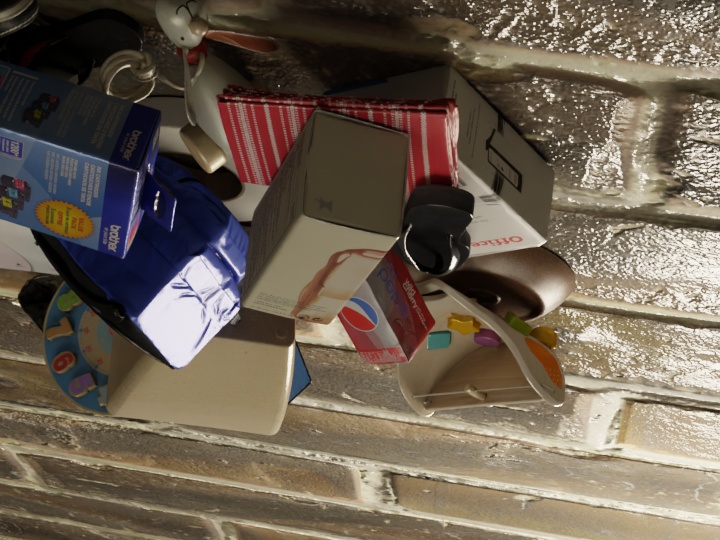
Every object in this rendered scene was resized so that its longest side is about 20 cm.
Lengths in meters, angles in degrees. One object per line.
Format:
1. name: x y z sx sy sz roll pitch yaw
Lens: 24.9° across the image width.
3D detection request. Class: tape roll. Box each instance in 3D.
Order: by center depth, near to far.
1. tape roll: -0.166 -0.110 1.655 0.202 0.037 0.203 9 157 4

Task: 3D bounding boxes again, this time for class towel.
1. towel: -0.014 -0.108 1.387 0.199 0.023 0.145 4 153 8

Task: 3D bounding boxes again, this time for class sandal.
1. sandal: 0.062 -0.028 1.479 0.076 0.043 0.200 6 165 4
2. sandal: -0.280 -0.192 1.508 0.200 0.045 0.075 -12 148 43

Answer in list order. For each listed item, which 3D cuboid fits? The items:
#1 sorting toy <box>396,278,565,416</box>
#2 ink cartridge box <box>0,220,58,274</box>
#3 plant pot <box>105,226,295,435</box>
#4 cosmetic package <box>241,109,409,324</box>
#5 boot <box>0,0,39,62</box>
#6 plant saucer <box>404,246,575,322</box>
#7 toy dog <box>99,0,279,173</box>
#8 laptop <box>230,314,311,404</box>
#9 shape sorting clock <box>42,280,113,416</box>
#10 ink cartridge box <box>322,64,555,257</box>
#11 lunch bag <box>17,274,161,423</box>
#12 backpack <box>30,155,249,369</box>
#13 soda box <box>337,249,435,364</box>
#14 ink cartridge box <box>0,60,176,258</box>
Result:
1. sorting toy: 0.105 0.069 1.781 0.200 0.107 0.180 -10 140 44
2. ink cartridge box: -0.398 -0.057 1.806 0.162 0.057 0.200 7 161 12
3. plant pot: -0.158 0.046 1.791 0.199 0.201 0.177 9 152 -16
4. cosmetic package: -0.032 -0.040 1.391 0.087 0.104 0.200 13 155 -13
5. boot: -0.321 -0.178 1.461 0.203 0.074 0.154 -3 128 45
6. plant saucer: 0.135 0.015 1.797 0.200 0.037 0.201 10 156 5
7. toy dog: -0.121 -0.153 1.435 0.096 0.132 0.200 41 -176 35
8. laptop: -0.167 0.080 1.989 0.199 0.116 0.187 17 156 -13
9. shape sorting clock: -0.283 0.071 1.919 0.199 0.201 0.039 6 165 14
10. ink cartridge box: 0.070 -0.093 1.514 0.146 0.085 0.200 -8 150 34
11. lunch bag: -0.323 0.082 2.060 0.200 0.118 0.164 28 168 35
12. backpack: -0.219 -0.026 1.625 0.200 0.168 0.163 38 164 27
13. soda box: 0.000 0.000 1.684 0.063 0.070 0.200 -7 123 37
14. ink cartridge box: -0.252 -0.093 1.419 0.199 0.077 0.137 16 144 -2
